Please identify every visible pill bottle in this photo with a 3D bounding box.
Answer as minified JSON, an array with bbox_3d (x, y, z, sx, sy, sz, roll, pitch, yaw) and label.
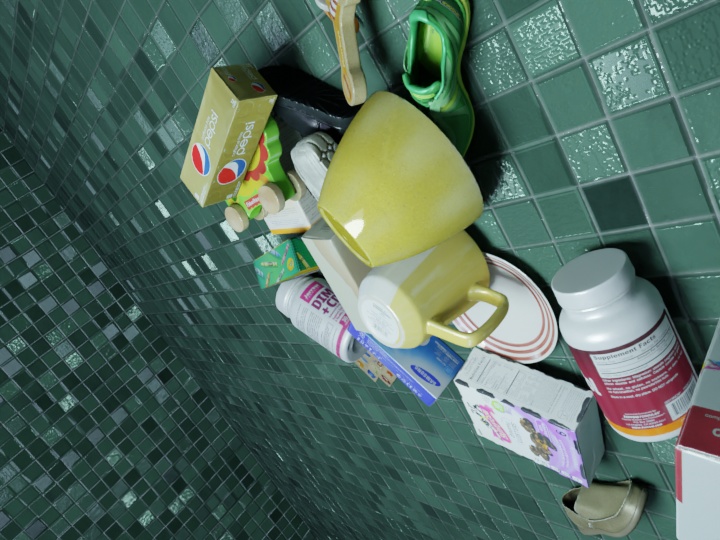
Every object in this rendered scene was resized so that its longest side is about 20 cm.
[{"bbox_3d":[0.297,0.082,0.620,0.112,0.113,0.202,-10,117,55],"label":"pill bottle"},{"bbox_3d":[-0.069,0.085,1.092,0.198,0.113,0.115,29,145,29],"label":"pill bottle"}]

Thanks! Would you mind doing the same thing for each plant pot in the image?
[{"bbox_3d":[0.029,-0.091,0.671,0.200,0.142,0.200,47,173,7],"label":"plant pot"}]

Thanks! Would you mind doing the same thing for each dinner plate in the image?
[{"bbox_3d":[0.197,0.051,0.801,0.198,0.024,0.202,32,146,24],"label":"dinner plate"}]

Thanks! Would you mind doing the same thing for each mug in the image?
[{"bbox_3d":[0.085,0.025,0.743,0.185,0.152,0.151,-11,112,56],"label":"mug"}]

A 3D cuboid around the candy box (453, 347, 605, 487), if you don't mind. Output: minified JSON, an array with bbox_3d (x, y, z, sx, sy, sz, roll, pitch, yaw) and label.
[{"bbox_3d":[0.260,0.224,0.846,0.198,0.072,0.169,17,146,42],"label":"candy box"}]

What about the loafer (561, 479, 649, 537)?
[{"bbox_3d":[0.384,0.379,0.880,0.067,0.076,0.201,33,147,11],"label":"loafer"}]

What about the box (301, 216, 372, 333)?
[{"bbox_3d":[0.000,0.000,0.882,0.077,0.095,0.202,8,137,47],"label":"box"}]

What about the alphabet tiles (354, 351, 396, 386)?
[{"bbox_3d":[0.003,0.168,1.199,0.199,0.008,0.168,41,148,12],"label":"alphabet tiles"}]

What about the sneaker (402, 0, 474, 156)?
[{"bbox_3d":[0.078,-0.202,0.606,0.073,0.084,0.203,23,142,34],"label":"sneaker"}]

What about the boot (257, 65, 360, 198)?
[{"bbox_3d":[-0.075,-0.197,0.823,0.196,0.073,0.164,30,144,20],"label":"boot"}]

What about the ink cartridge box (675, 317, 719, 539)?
[{"bbox_3d":[0.368,0.147,0.518,0.082,0.200,0.148,10,134,42],"label":"ink cartridge box"}]

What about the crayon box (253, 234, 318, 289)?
[{"bbox_3d":[-0.106,-0.022,0.996,0.199,0.117,0.059,-20,88,59],"label":"crayon box"}]

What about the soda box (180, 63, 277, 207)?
[{"bbox_3d":[-0.189,-0.184,0.765,0.064,0.067,0.201,49,135,14],"label":"soda box"}]

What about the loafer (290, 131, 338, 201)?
[{"bbox_3d":[-0.024,-0.101,0.775,0.069,0.070,0.202,-10,121,50],"label":"loafer"}]

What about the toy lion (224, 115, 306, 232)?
[{"bbox_3d":[-0.180,-0.175,0.854,0.198,0.068,0.194,-15,106,51],"label":"toy lion"}]

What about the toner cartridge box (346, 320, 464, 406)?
[{"bbox_3d":[0.080,0.134,0.976,0.199,0.095,0.043,41,149,11],"label":"toner cartridge box"}]

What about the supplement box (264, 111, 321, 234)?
[{"bbox_3d":[-0.139,-0.167,0.932,0.125,0.073,0.202,2,126,47],"label":"supplement box"}]

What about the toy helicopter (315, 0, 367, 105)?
[{"bbox_3d":[-0.026,-0.296,0.630,0.132,0.077,0.204,-139,36,-64],"label":"toy helicopter"}]
